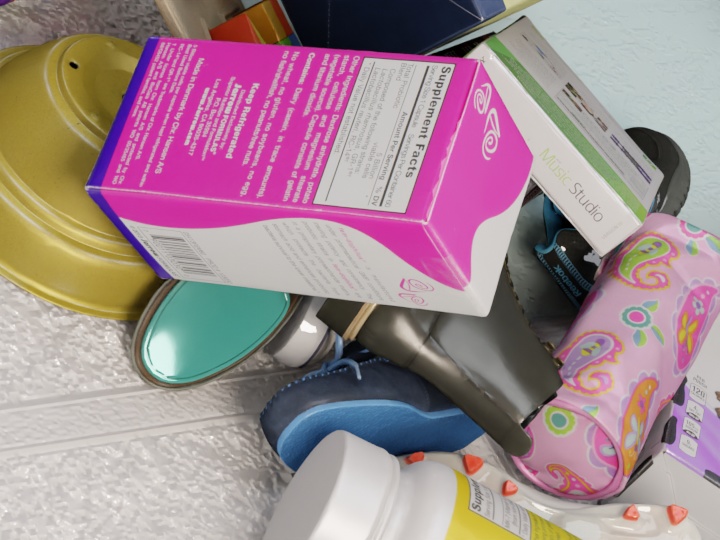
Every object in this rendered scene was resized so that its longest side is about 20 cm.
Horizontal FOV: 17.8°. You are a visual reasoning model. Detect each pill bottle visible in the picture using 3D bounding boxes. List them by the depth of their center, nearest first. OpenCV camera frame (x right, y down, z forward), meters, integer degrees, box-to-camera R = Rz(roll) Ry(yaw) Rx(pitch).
[{"bbox_3d":[0.052,0.171,1.211,0.200,0.114,0.114,29,38,-13],"label":"pill bottle"}]

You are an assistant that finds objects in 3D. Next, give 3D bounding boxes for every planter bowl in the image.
[{"bbox_3d":[-0.148,-0.075,1.320,0.200,0.083,0.200,24,39,-21],"label":"planter bowl"}]

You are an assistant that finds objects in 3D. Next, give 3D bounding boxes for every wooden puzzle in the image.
[{"bbox_3d":[-0.085,-0.165,1.403,0.200,0.046,0.185,58,13,-7],"label":"wooden puzzle"}]

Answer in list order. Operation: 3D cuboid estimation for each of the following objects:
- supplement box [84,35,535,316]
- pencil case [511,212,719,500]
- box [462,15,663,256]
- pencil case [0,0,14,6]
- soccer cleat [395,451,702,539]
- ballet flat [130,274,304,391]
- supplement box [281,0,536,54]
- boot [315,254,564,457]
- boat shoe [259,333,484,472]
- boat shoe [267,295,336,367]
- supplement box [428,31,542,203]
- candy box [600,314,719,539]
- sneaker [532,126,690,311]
[{"bbox_3d":[-0.024,-0.050,1.208,0.101,0.200,0.103,55,49,-54],"label":"supplement box"},{"bbox_3d":[0.159,0.048,1.396,0.087,0.087,0.200,38,49,-3],"label":"pencil case"},{"bbox_3d":[0.125,-0.088,1.430,0.144,0.036,0.200,49,14,0],"label":"box"},{"bbox_3d":[-0.221,-0.200,1.389,0.088,0.088,0.200,47,36,10],"label":"pencil case"},{"bbox_3d":[0.096,0.154,1.315,0.200,0.078,0.069,12,61,-5],"label":"soccer cleat"},{"bbox_3d":[-0.056,-0.008,1.311,0.200,0.064,0.067,-46,104,-12],"label":"ballet flat"},{"bbox_3d":[0.072,-0.224,1.432,0.200,0.200,0.134,-28,94,-30],"label":"supplement box"},{"bbox_3d":[0.076,0.017,1.314,0.138,0.077,0.200,39,45,5],"label":"boot"},{"bbox_3d":[0.003,0.074,1.313,0.200,0.084,0.069,7,45,-58],"label":"boat shoe"},{"bbox_3d":[0.000,0.000,1.387,0.066,0.072,0.200,35,32,-9],"label":"boat shoe"},{"bbox_3d":[0.080,-0.091,1.504,0.109,0.061,0.200,48,20,3],"label":"supplement box"},{"bbox_3d":[0.254,0.117,1.477,0.168,0.072,0.200,33,36,-8],"label":"candy box"},{"bbox_3d":[0.171,-0.048,1.567,0.082,0.073,0.200,41,35,-16],"label":"sneaker"}]
